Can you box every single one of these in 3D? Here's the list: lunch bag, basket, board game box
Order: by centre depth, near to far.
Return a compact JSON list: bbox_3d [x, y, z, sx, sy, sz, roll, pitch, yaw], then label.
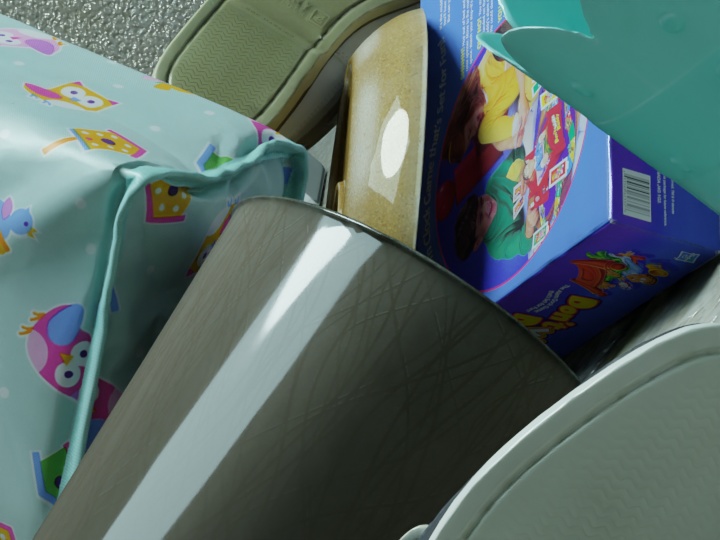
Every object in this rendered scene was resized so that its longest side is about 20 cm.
[{"bbox_3d":[-0.038,0.098,0.836,0.200,0.136,0.180,-55,10,-12],"label":"basket"},{"bbox_3d":[-0.125,0.026,0.957,0.122,0.170,0.201,-20,-53,-56],"label":"lunch bag"},{"bbox_3d":[0.071,-0.075,0.994,0.134,0.045,0.201,-38,44,53],"label":"board game box"}]

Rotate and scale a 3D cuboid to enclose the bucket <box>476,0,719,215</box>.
[{"bbox_3d":[0.143,-0.089,0.673,0.207,0.135,0.207,-48,9,10],"label":"bucket"}]

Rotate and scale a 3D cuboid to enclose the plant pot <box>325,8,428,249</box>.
[{"bbox_3d":[0.000,0.000,1.041,0.200,0.027,0.201,-174,90,-86],"label":"plant pot"}]

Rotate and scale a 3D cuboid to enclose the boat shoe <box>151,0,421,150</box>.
[{"bbox_3d":[-0.022,-0.100,1.116,0.200,0.075,0.069,-44,-13,-33],"label":"boat shoe"}]

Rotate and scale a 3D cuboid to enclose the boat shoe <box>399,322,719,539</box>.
[{"bbox_3d":[0.036,0.090,0.684,0.200,0.074,0.060,-56,11,12],"label":"boat shoe"}]

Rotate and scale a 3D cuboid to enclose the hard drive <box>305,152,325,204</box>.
[{"bbox_3d":[-0.100,0.007,1.929,0.200,0.027,0.132,-49,8,11],"label":"hard drive"}]
